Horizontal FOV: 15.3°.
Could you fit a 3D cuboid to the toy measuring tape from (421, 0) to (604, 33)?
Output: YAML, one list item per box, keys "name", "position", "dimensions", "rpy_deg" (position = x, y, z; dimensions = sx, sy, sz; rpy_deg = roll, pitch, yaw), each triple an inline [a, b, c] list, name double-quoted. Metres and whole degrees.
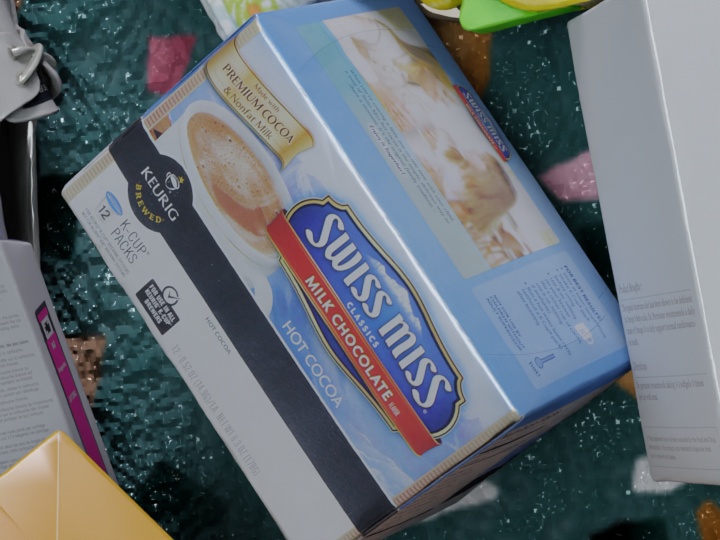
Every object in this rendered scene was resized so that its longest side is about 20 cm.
- name: "toy measuring tape"
  position: [0.114, -0.149, 1.106]
  dimensions: [0.199, 0.074, 0.074]
  rpy_deg: [-12, 88, 19]

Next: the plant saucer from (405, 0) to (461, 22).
- name: "plant saucer"
  position: [0.055, -0.208, 1.173]
  dimensions: [0.199, 0.029, 0.201]
  rpy_deg: [1, 92, 19]

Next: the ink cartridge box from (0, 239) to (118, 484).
- name: "ink cartridge box"
  position: [-0.180, 0.052, 1.227]
  dimensions: [0.094, 0.037, 0.201]
  rpy_deg: [-12, 110, 19]

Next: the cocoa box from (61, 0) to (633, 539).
- name: "cocoa box"
  position: [0.000, 0.000, 1.134]
  dimensions: [0.131, 0.133, 0.200]
  rpy_deg: [-39, 80, 31]

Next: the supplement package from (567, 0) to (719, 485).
- name: "supplement package"
  position: [0.167, -0.022, 1.077]
  dimensions: [0.117, 0.117, 0.201]
  rpy_deg: [-10, 89, -10]

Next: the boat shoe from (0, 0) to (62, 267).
- name: "boat shoe"
  position: [-0.171, -0.082, 1.233]
  dimensions: [0.065, 0.072, 0.201]
  rpy_deg: [6, 96, 16]

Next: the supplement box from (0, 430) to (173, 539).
- name: "supplement box"
  position: [-0.122, 0.217, 1.144]
  dimensions: [0.197, 0.133, 0.200]
  rpy_deg: [43, 147, 12]

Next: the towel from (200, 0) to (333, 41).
- name: "towel"
  position: [-0.022, -0.211, 1.151]
  dimensions: [0.200, 0.048, 0.172]
  rpy_deg: [-41, 70, 28]
